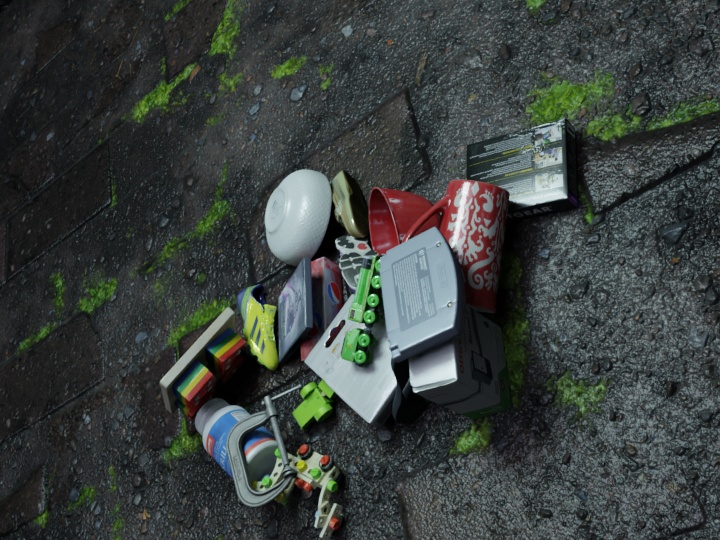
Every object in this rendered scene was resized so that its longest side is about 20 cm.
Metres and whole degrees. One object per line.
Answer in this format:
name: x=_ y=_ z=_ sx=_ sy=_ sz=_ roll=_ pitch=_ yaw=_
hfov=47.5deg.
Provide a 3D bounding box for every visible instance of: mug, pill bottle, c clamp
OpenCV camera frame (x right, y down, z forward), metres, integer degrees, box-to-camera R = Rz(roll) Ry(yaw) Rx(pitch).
mug: x=0.168 y=-0.045 z=1.370 sx=0.132 sy=0.175 sz=0.205 roll=7 pitch=83 yaw=50
pill bottle: x=-0.243 y=0.338 z=1.613 sx=0.198 sy=0.112 sz=0.114 roll=30 pitch=90 yaw=42
c clamp: x=-0.168 y=0.322 z=1.494 sx=0.167 sy=0.027 sz=0.203 roll=-21 pitch=55 yaw=7

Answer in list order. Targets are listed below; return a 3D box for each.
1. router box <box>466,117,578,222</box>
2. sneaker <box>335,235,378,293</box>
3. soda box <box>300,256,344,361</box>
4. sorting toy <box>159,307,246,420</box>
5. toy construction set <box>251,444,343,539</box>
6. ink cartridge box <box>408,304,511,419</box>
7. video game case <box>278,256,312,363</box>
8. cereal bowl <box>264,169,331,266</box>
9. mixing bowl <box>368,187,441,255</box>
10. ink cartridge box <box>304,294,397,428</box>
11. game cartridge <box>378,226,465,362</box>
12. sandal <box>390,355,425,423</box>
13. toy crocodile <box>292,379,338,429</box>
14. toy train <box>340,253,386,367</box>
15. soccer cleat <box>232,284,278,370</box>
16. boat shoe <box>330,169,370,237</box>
router box: x=0.282 y=-0.169 z=1.449 sx=0.197 sy=0.051 sz=0.153 roll=-10 pitch=67 yaw=35
sneaker: x=0.000 y=0.000 z=1.557 sx=0.079 sy=0.085 sz=0.201 roll=-9 pitch=24 yaw=-2
soda box: x=-0.076 y=0.083 z=1.620 sx=0.069 sy=0.063 sz=0.205 roll=-20 pitch=60 yaw=32
sorting toy: x=-0.308 y=0.201 z=1.658 sx=0.069 sy=0.201 sz=0.199 roll=37 pitch=66 yaw=8
toy construction set: x=-0.105 y=0.394 z=1.493 sx=0.197 sy=0.093 sz=0.132 roll=24 pitch=62 yaw=33
ink cartridge box: x=0.159 y=0.141 z=1.318 sx=0.083 sy=0.199 sz=0.149 roll=-18 pitch=61 yaw=29
video game case: x=-0.131 y=0.082 z=1.621 sx=0.200 sy=0.019 sz=0.146 roll=127 pitch=144 yaw=-58
cereal bowl: x=-0.143 y=-0.116 z=1.701 sx=0.199 sy=0.082 sz=0.205 roll=-30 pitch=54 yaw=51
mixing bowl: x=0.091 y=-0.060 z=1.487 sx=0.106 sy=0.202 sz=0.203 roll=-12 pitch=56 yaw=-12
ink cartridge box: x=0.010 y=0.163 z=1.488 sx=0.199 sy=0.050 sz=0.164 roll=36 pitch=90 yaw=41
game cartridge: x=0.096 y=0.033 z=1.261 sx=0.132 sy=0.040 sz=0.203 roll=-29 pitch=45 yaw=25
sandal: x=0.092 y=0.190 z=1.378 sx=0.075 sy=0.203 sz=0.043 roll=-18 pitch=44 yaw=-17
toy crocodile: x=-0.056 y=0.222 z=1.551 sx=0.068 sy=0.061 sz=0.201 roll=46 pitch=108 yaw=24
toy train: x=0.008 y=0.068 z=1.443 sx=0.055 sy=0.042 sz=0.205 roll=13 pitch=93 yaw=21
soccer cleat: x=-0.205 y=0.114 z=1.711 sx=0.083 sy=0.065 sz=0.202 roll=-32 pitch=56 yaw=8
boat shoe: x=-0.029 y=-0.125 z=1.647 sx=0.063 sy=0.073 sz=0.203 roll=-38 pitch=40 yaw=18
